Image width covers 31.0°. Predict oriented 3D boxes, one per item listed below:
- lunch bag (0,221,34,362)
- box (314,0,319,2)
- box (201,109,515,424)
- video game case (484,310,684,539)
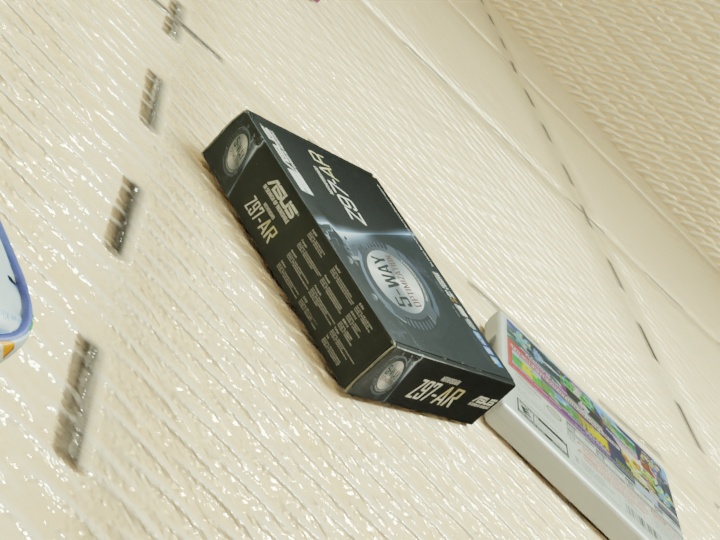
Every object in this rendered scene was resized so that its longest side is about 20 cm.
[{"bbox_3d":[-0.195,-0.024,0.371,0.200,0.075,0.161,22,32,-56],"label":"lunch bag"},{"bbox_3d":[-0.101,-0.429,1.463,0.175,0.097,0.201,33,23,-38],"label":"box"},{"bbox_3d":[0.000,0.000,0.834,0.160,0.043,0.201,22,30,-55],"label":"box"},{"bbox_3d":[0.168,0.134,0.979,0.200,0.023,0.182,43,17,-9],"label":"video game case"}]
